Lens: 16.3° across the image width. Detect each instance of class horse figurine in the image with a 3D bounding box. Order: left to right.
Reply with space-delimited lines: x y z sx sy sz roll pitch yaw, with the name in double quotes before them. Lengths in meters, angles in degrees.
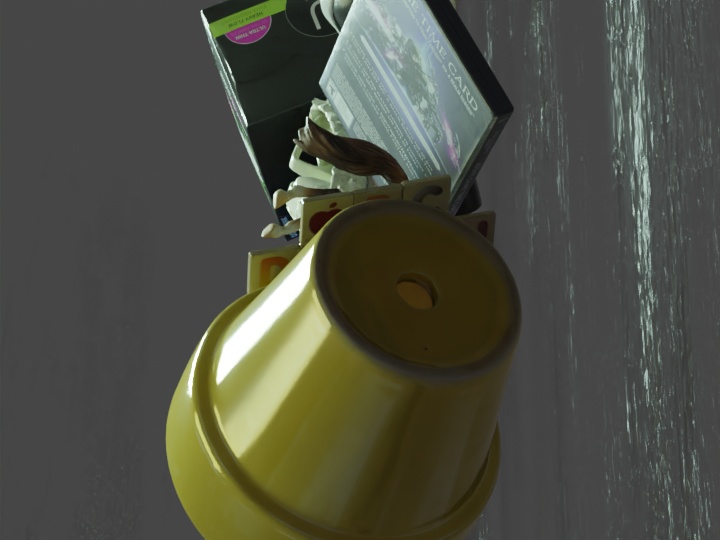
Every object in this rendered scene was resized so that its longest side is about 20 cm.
"horse figurine" 0.000 0.000 1.649 0.050 0.132 0.201 -144 52 -64

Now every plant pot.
"plant pot" 0.004 0.065 1.479 0.189 0.200 0.202 119 158 -47

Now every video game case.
"video game case" 0.032 -0.113 1.621 0.143 0.019 0.200 60 156 16

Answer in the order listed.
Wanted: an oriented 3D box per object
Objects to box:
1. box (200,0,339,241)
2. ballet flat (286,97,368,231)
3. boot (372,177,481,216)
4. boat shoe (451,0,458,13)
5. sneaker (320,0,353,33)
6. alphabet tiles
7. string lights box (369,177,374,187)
"box" -0.032 -0.144 2.103 0.200 0.148 0.125 72 175 -62
"ballet flat" -0.025 -0.063 1.910 0.201 0.071 0.072 -83 -2 -50
"boot" 0.017 -0.139 1.757 0.188 0.068 0.201 -104 -6 -79
"boat shoe" 0.047 -0.231 2.035 0.200 0.059 0.072 -126 39 -86
"sneaker" 0.045 -0.149 1.896 0.112 0.073 0.200 44 -179 31
"alphabet tiles" 0.006 0.031 1.622 0.006 0.165 0.201 -121 28 -50
"string lights box" 0.014 -0.008 2.118 0.201 0.102 0.059 94 177 -50
